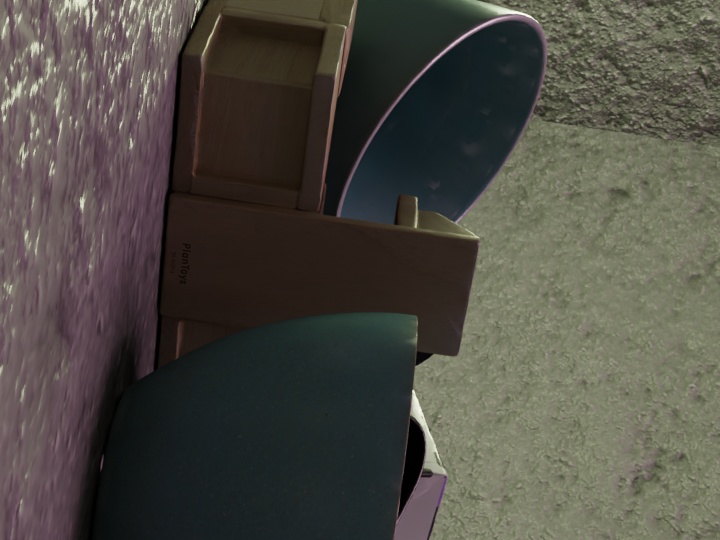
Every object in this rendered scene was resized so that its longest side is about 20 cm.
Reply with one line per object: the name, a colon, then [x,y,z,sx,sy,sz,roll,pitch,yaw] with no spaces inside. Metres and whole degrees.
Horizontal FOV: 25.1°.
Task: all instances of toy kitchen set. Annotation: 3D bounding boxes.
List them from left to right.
toy kitchen set: [-0.016,-0.047,0.918,0.181,0.162,0.201,-82,180,-62]

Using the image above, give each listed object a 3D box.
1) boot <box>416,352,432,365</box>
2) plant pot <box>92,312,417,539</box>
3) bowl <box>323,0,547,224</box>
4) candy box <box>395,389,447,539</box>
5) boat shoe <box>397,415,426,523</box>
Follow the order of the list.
boot: [0.000,0.000,1.201,0.097,0.074,0.200,59,-1,28]
plant pot: [-0.053,0.112,0.770,0.200,0.134,0.202,8,90,-89]
bowl: [0.018,-0.107,1.053,0.201,0.105,0.201,-40,155,-23]
candy box: [-0.006,0.159,1.280,0.200,0.071,0.169,-111,-151,-53]
boat shoe: [-0.019,0.173,1.074,0.063,0.074,0.202,-19,-150,46]
